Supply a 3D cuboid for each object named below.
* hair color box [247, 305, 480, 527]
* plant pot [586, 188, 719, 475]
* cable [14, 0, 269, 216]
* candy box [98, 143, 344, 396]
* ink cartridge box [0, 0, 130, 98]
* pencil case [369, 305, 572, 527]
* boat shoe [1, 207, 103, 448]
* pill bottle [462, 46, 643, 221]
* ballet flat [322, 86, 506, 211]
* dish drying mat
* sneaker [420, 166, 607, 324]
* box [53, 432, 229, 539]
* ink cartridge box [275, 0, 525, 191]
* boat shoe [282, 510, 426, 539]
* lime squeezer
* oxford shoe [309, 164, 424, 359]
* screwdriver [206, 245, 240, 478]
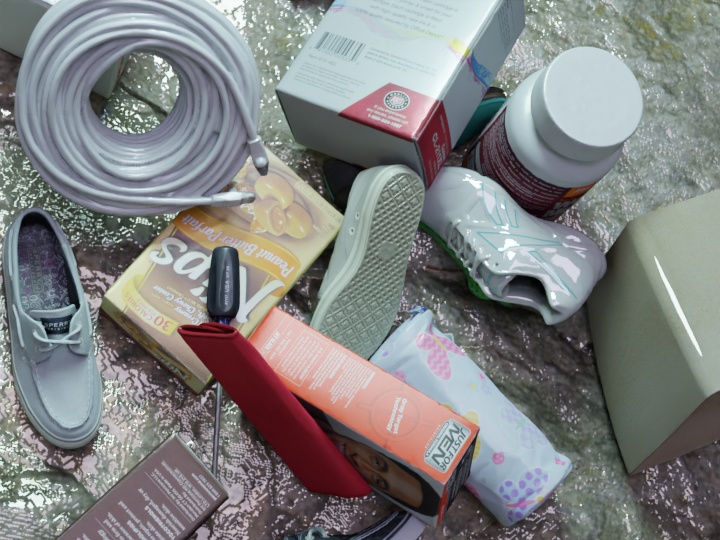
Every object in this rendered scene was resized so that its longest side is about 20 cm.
[{"bbox_3d":[-0.004,0.121,1.178,0.199,0.102,0.061,29,63,15],"label":"hair color box"},{"bbox_3d":[0.312,0.040,1.277,0.198,0.200,0.178,-18,68,-20],"label":"plant pot"},{"bbox_3d":[-0.180,-0.140,1.165,0.198,0.069,0.202,-9,119,-8],"label":"cable"},{"bbox_3d":[-0.117,-0.005,1.240,0.115,0.055,0.200,41,67,-1],"label":"candy box"},{"bbox_3d":[-0.241,-0.260,1.249,0.124,0.129,0.201,25,68,-6],"label":"ink cartridge box"},{"bbox_3d":[0.092,0.127,1.242,0.083,0.091,0.200,-44,86,20],"label":"pencil case"},{"bbox_3d":[-0.257,0.045,1.178,0.069,0.072,0.203,-11,76,-18],"label":"boat shoe"},{"bbox_3d":[0.169,-0.114,1.274,0.109,0.200,0.111,4,72,-14],"label":"pill bottle"},{"bbox_3d":[0.046,-0.128,1.321,0.199,0.068,0.068,-36,71,-22],"label":"ballet flat"},{"bbox_3d":[-0.067,0.114,1.155,0.018,0.076,0.200,-53,124,-28],"label":"dish drying mat"},{"bbox_3d":[0.116,-0.025,1.266,0.199,0.071,0.080,28,57,11],"label":"sneaker"},{"bbox_3d":[-0.201,0.225,1.121,0.200,0.100,0.075,-41,86,-22],"label":"box"},{"bbox_3d":[0.041,-0.191,1.277,0.145,0.083,0.201,22,66,24],"label":"ink cartridge box"},{"bbox_3d":[-0.038,0.244,1.179,0.199,0.072,0.068,-32,84,-15],"label":"boat shoe"},{"bbox_3d":[0.139,0.003,1.326,0.198,0.038,0.071,15,39,-9],"label":"lime squeezer"},{"bbox_3d":[0.000,0.000,1.246,0.075,0.058,0.202,12,103,-33],"label":"oxford shoe"},{"bbox_3d":[-0.112,0.079,1.180,0.029,0.028,0.202,6,79,-46],"label":"screwdriver"}]
